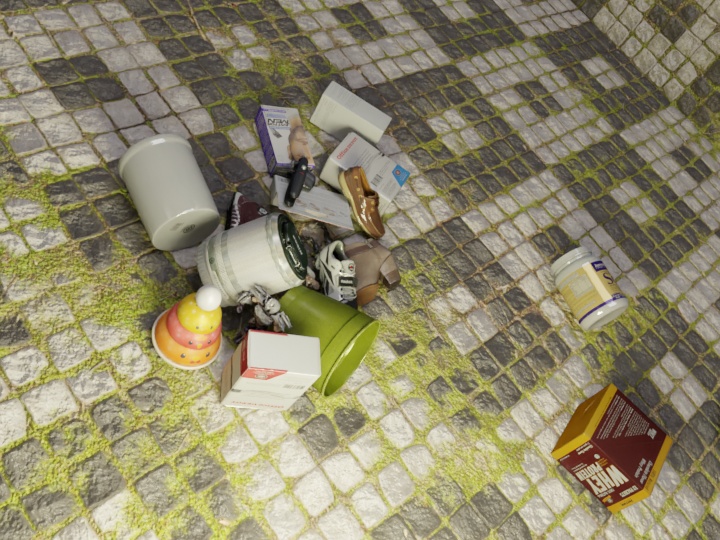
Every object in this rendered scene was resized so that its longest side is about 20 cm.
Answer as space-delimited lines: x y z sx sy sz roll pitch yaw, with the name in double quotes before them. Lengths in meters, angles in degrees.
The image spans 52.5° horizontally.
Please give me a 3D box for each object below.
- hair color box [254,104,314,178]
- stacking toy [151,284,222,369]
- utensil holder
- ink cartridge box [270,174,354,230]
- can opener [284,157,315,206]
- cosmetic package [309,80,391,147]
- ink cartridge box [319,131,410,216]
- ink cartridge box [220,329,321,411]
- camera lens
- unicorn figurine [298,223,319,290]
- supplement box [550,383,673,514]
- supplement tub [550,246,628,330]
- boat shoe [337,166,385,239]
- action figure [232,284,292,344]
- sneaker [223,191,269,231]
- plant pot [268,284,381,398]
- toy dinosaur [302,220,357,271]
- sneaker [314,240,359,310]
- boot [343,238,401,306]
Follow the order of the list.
"hair color box" -0.200 -0.337 1.914 0.109 0.065 0.201 -1 59 -30
"stacking toy" -0.323 0.092 1.437 0.145 0.200 0.147 14 51 -18
"utensil holder" -0.416 -0.168 1.603 0.169 0.170 0.201 -15 68 -36
"ink cartridge box" -0.120 -0.154 1.798 0.199 0.044 0.174 15 32 -19
"can opener" -0.150 -0.218 1.769 0.078 0.064 0.200 23 28 -6
"cosmetic package" -0.027 -0.420 2.037 0.199 0.113 0.081 32 48 -7
"ink cartridge box" 0.012 -0.255 1.954 0.199 0.084 0.146 35 48 0
"ink cartridge box" -0.180 0.199 1.432 0.146 0.200 0.083 10 58 -23
"camera lens" -0.221 -0.021 1.533 0.199 0.160 0.161 -19 58 11
"unicorn figurine" -0.156 -0.026 1.683 0.137 0.074 0.201 22 38 -60
"supplement box" 0.602 0.424 1.745 0.200 0.133 0.197 43 48 6
"supplement tub" 0.632 0.049 2.029 0.145 0.146 0.201 -11 63 -34
"boat shoe" 0.015 -0.173 1.862 0.201 0.067 0.072 62 28 -14
"action figure" -0.206 0.113 1.485 0.069 0.200 0.131 -17 65 -35
"sneaker" -0.256 -0.093 1.697 0.115 0.076 0.201 18 49 -20
"plant pot" -0.092 0.135 1.558 0.192 0.201 0.200 35 46 16
"toy dinosaur" -0.089 -0.070 1.793 0.088 0.047 0.200 40 45 -2
"sneaker" -0.043 0.022 1.657 0.074 0.089 0.201 0 57 -41
"boot" 0.000 0.000 1.781 0.199 0.070 0.146 -21 60 -33
